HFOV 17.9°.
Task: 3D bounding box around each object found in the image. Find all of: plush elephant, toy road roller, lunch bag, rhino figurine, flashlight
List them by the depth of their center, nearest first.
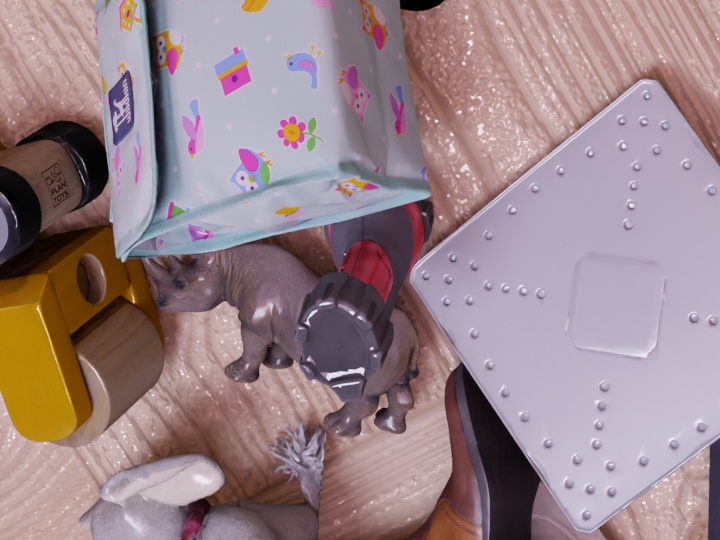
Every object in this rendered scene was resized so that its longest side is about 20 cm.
[{"bbox_3d":[-0.076,-0.103,1.336,0.199,0.122,0.171,-14,78,32],"label":"lunch bag"},{"bbox_3d":[0.000,0.000,1.347,0.068,0.200,0.068,30,112,-3],"label":"flashlight"},{"bbox_3d":[-0.224,0.010,1.434,0.146,0.123,0.201,-12,106,27],"label":"toy road roller"},{"bbox_3d":[-0.051,0.029,1.439,0.199,0.060,0.088,27,119,11],"label":"rhino figurine"},{"bbox_3d":[-0.106,0.184,1.446,0.154,0.165,0.201,6,71,-3],"label":"plush elephant"}]

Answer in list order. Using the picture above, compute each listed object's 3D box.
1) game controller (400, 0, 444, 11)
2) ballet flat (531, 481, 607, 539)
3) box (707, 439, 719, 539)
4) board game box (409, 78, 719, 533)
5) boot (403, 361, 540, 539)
[{"bbox_3d":[-0.027,-0.228,1.361,0.199,0.042,0.105,21,110,2],"label":"game controller"},{"bbox_3d":[0.138,0.202,1.467,0.200,0.069,0.069,43,109,-6],"label":"ballet flat"},{"bbox_3d":[0.308,0.184,1.359,0.104,0.200,0.183,-13,110,-33],"label":"box"},{"bbox_3d":[0.158,0.022,1.383,0.200,0.026,0.200,-39,72,18],"label":"board game box"},{"bbox_3d":[0.033,0.171,1.468,0.200,0.068,0.189,-25,78,39],"label":"boot"}]
